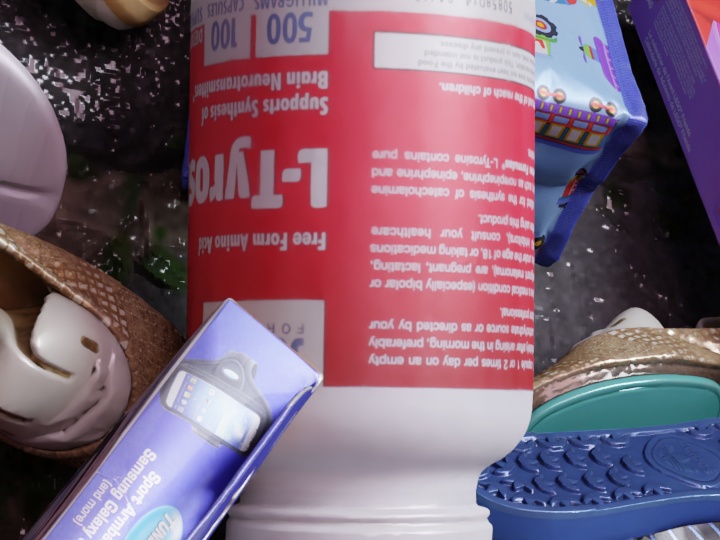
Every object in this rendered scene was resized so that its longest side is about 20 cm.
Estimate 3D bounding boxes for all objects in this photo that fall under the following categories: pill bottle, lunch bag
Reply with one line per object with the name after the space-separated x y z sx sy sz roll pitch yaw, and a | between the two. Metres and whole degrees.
0.000 0.000 0.764 0.111 0.112 0.202 2 86 -24 | pill bottle
0.016 -0.118 0.929 0.149 0.094 0.201 12 50 -16 | lunch bag

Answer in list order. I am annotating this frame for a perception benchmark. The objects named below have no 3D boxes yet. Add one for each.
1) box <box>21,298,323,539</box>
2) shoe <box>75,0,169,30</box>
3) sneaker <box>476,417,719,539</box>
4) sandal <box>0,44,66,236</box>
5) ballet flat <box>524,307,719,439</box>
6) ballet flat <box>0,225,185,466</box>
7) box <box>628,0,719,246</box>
-0.081 0.088 0.692 0.041 0.200 0.119 37 54 -2 | box
-0.138 -0.169 0.902 0.201 0.053 0.070 58 23 7 | shoe
0.115 0.102 0.853 0.198 0.078 0.070 3 28 -21 | sneaker
-0.186 -0.081 0.812 0.205 0.080 0.059 25 27 3 | sandal
0.127 0.045 0.908 0.199 0.071 0.065 1 37 -28 | ballet flat
-0.129 0.014 0.764 0.199 0.071 0.065 34 14 -18 | ballet flat
0.196 -0.042 0.948 0.136 0.039 0.201 6 46 -21 | box
